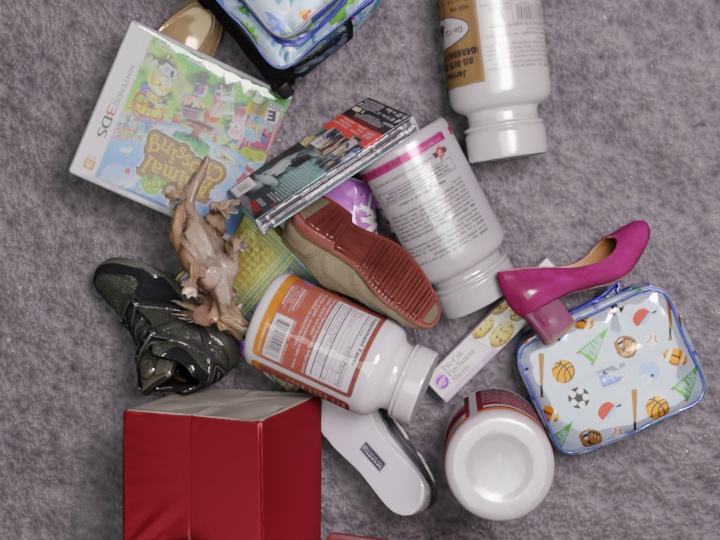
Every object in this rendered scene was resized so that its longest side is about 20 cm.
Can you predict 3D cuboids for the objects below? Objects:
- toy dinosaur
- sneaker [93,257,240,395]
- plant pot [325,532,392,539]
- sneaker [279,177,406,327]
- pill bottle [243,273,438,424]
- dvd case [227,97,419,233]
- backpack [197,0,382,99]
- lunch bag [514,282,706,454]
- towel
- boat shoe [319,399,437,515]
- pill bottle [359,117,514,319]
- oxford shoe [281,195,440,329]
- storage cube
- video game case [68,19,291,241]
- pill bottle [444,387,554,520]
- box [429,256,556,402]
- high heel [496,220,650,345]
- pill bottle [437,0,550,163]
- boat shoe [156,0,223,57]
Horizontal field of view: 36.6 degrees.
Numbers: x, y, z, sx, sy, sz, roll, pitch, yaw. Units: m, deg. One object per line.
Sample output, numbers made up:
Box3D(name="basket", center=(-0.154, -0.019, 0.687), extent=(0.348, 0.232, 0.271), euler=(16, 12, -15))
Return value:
Box3D(name="toy dinosaur", center=(-0.178, -0.017, 1.210), extent=(0.085, 0.136, 0.202), euler=(-12, 76, -19))
Box3D(name="sneaker", center=(-0.242, 0.067, 1.248), extent=(0.199, 0.114, 0.076), euler=(41, 125, 4))
Box3D(name="plant pot", center=(0.043, 0.388, 1.218), extent=(0.193, 0.201, 0.203), euler=(9, 95, 13))
Box3D(name="sneaker", center=(0.007, -0.034, 1.246), extent=(0.200, 0.073, 0.114), euler=(44, 93, 1))
Box3D(name="pill bottle", center=(-0.020, 0.090, 1.204), extent=(0.198, 0.112, 0.113), euler=(24, 96, 10))
Box3D(name="dvd case", center=(-0.045, -0.119, 1.190), extent=(0.199, 0.146, 0.022), euler=(-33, 114, -8))
Box3D(name="backpack", center=(-0.064, -0.328, 1.184), extent=(0.200, 0.147, 0.183), euler=(-40, 88, -9))
Box3D(name="lunch bag", center=(0.281, 0.104, 1.228), extent=(0.198, 0.076, 0.162), euler=(-25, 89, 7))
Box3D(name="towel", center=(-0.109, 0.032, 1.284), extent=(0.200, 0.023, 0.144), euler=(42, 96, 1))
Box3D(name="boat shoe", center=(0.019, 0.195, 1.262), extent=(0.072, 0.068, 0.200), euler=(-48, 67, 14))
Box3D(name="pill bottle", center=(0.089, -0.056, 1.210), extent=(0.113, 0.113, 0.201), euler=(-28, 97, 6))
Box3D(name="oxford shoe", center=(0.000, 0.000, 1.187), extent=(0.200, 0.070, 0.075), euler=(41, 138, 3))
Box3D(name="storage cube", center=(-0.148, 0.234, 1.206), extent=(0.169, 0.200, 0.182), euler=(1, 93, 20))
Box3D(name="video game case", center=(-0.202, -0.155, 1.231), extent=(0.198, 0.022, 0.184), euler=(23, 93, -15))
Box3D(name="pill bottle", center=(0.146, 0.190, 1.181), extent=(0.111, 0.200, 0.114), euler=(0, 94, 5))
Box3D(name="box", center=(0.156, 0.067, 1.253), extent=(0.200, 0.039, 0.041), euler=(-45, 89, 6))
Box3D(name="high heel", center=(0.238, -0.016, 1.195), extent=(0.200, 0.067, 0.096), euler=(-43, 101, -26))
Box3D(name="pill bottle", center=(0.149, -0.224, 1.197), extent=(0.113, 0.114, 0.203), euler=(-7, 93, 6))
Box3D(name="boat shoe", center=(-0.231, -0.232, 1.256), extent=(0.071, 0.065, 0.201), euler=(39, 96, 2))
